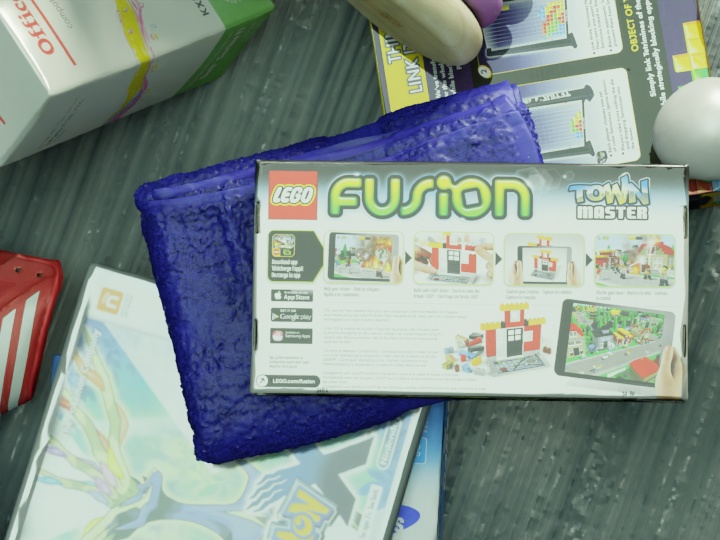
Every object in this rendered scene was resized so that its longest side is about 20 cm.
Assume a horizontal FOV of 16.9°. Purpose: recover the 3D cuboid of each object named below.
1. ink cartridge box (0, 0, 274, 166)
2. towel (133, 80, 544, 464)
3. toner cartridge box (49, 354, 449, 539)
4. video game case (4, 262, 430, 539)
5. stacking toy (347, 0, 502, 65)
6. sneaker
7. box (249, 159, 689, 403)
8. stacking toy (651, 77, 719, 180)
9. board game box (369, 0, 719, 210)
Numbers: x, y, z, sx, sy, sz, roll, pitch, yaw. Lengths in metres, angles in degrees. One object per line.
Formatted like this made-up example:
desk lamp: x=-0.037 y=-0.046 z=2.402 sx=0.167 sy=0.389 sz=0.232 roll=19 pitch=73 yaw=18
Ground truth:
ink cartridge box: x=-0.152 y=-0.129 z=1.176 sx=0.200 sy=0.067 sz=0.117 roll=-28 pitch=79 yaw=-44
towel: x=0.000 y=0.000 z=1.156 sx=0.200 sy=0.050 sz=0.148 roll=-16 pitch=79 yaw=1
toner cartridge box: x=-0.057 y=0.095 z=1.215 sx=0.200 sy=0.043 sz=0.095 roll=3 pitch=85 yaw=5
video game case: x=-0.075 y=0.115 z=1.181 sx=0.182 sy=0.022 sz=0.200 roll=16 pitch=85 yaw=7
stacking toy: x=0.072 y=-0.201 z=1.167 sx=0.085 sy=0.085 sz=0.200 roll=34 pitch=83 yaw=7
sneaker: x=-0.219 y=-0.013 z=1.238 sx=0.115 sy=0.078 sz=0.200 roll=-17 pitch=87 yaw=-11
box: x=0.051 y=0.005 z=1.116 sx=0.200 sy=0.035 sz=0.110 roll=1 pitch=86 yaw=3
stacking toy: x=0.236 y=-0.087 z=1.153 sx=0.200 sy=0.146 sz=0.146 roll=-21 pitch=82 yaw=-1
board game box: x=0.089 y=-0.119 z=1.220 sx=0.165 sy=0.057 sz=0.200 roll=-9 pitch=83 yaw=6
